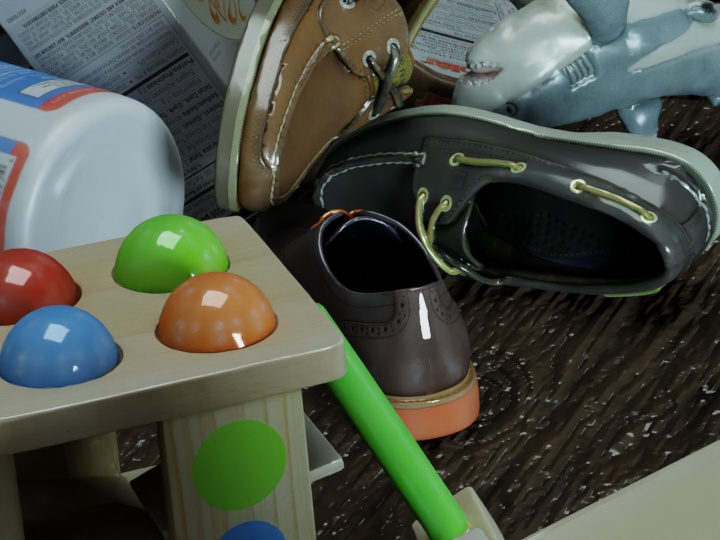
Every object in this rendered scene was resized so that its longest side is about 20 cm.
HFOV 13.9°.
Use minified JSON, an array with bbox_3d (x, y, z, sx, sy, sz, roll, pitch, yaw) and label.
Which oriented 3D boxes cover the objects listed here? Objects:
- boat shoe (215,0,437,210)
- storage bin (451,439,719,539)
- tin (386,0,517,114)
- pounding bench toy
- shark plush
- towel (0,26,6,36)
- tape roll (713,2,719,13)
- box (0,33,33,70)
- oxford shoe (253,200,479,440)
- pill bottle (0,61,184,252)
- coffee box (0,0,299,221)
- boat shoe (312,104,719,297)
[{"bbox_3d":[-0.008,-0.101,1.320,0.068,0.072,0.201,15,50,8],"label":"boat shoe"},{"bbox_3d":[0.128,0.167,0.730,0.093,0.199,0.200,-27,28,-8],"label":"storage bin"},{"bbox_3d":[0.039,-0.117,1.521,0.111,0.042,0.200,10,23,-8],"label":"tin"},{"bbox_3d":[-0.043,0.061,1.037,0.199,0.157,0.124,-12,25,-17],"label":"pounding bench toy"},{"bbox_3d":[0.137,-0.095,1.447,0.199,0.084,0.091,6,4,-34],"label":"shark plush"},{"bbox_3d":[-0.257,-0.113,1.425,0.200,0.148,0.037,-38,64,-1],"label":"towel"},{"bbox_3d":[0.194,-0.147,1.603,0.202,0.037,0.203,-4,24,2],"label":"tape roll"},{"bbox_3d":[-0.234,-0.123,1.533,0.199,0.111,0.035,3,14,18],"label":"box"},{"bbox_3d":[0.000,0.000,1.266,0.071,0.073,0.200,-13,26,-19],"label":"oxford shoe"},{"bbox_3d":[-0.187,-0.044,1.344,0.199,0.113,0.112,17,32,35],"label":"pill bottle"},{"bbox_3d":[-0.103,-0.122,1.391,0.080,0.200,0.114,-30,16,24],"label":"coffee box"},{"bbox_3d":[0.061,-0.028,1.318,0.200,0.072,0.061,4,31,29],"label":"boat shoe"}]
